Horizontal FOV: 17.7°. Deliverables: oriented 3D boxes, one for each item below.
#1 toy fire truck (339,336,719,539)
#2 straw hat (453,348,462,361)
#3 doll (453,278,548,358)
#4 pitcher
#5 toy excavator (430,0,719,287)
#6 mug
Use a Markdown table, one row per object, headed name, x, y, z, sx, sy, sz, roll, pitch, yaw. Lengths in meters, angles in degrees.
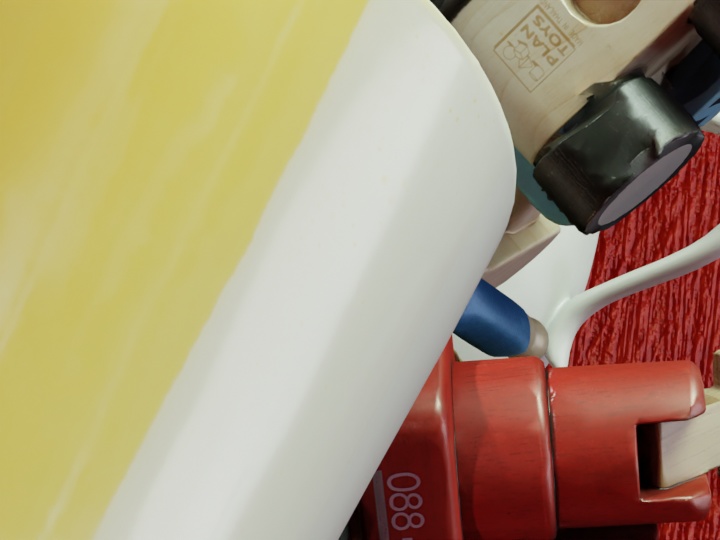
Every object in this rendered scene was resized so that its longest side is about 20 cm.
| name | x | y | z | sx | sy | sz | roll | pitch | yaw |
| --- | --- | --- | --- | --- | --- | --- | --- | --- | --- |
| toy fire truck | 0.059 | 0.080 | 0.605 | 0.129 | 0.199 | 0.177 | -86 | 170 | -60 |
| straw hat | -0.038 | 0.055 | 0.712 | 0.085 | 0.201 | 0.201 | -35 | 149 | -19 |
| doll | 0.000 | 0.000 | 0.773 | 0.049 | 0.136 | 0.200 | -63 | -173 | -9 |
| pitcher | 0.072 | -0.012 | 1.023 | 0.200 | 0.171 | 0.121 | -57 | 147 | 7 |
| toy excavator | 0.076 | -0.061 | 0.749 | 0.194 | 0.100 | 0.200 | -44 | 167 | 15 |
| mug | -0.079 | 0.016 | 0.422 | 0.149 | 0.186 | 0.154 | -38 | -153 | 56 |
